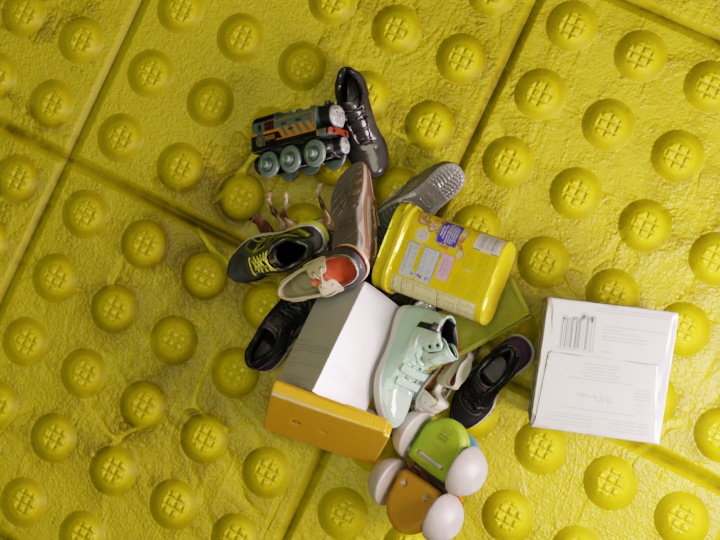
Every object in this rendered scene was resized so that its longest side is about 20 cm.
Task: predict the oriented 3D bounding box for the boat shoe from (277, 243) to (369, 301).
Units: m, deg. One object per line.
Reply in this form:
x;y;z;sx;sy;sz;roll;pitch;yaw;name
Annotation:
-0.061;0.010;1.650;0.062;0.199;0.072;-30;99;-38;boat shoe

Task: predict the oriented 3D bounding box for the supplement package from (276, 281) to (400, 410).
-0.028;0.129;1.684;0.117;0.116;0.202;36;71;-31;supplement package

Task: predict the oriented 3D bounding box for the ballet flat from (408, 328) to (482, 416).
0.136;0.187;1.708;0.069;0.071;0.201;26;103;-35;ballet flat

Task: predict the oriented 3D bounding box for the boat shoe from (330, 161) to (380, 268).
-0.004;-0.088;1.717;0.075;0.072;0.202;-17;56;36;boat shoe

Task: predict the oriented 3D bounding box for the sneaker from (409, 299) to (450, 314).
0.168;0.046;1.736;0.199;0.077;0.085;-39;92;12;sneaker

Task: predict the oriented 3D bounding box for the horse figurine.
-0.090;-0.083;1.779;0.198;0.050;0.134;-12;106;-1;horse figurine

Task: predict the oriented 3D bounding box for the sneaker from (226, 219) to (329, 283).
-0.151;-0.028;1.720;0.199;0.085;0.075;-24;100;24;sneaker

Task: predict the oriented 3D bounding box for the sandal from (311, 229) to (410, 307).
0.000;0.000;1.764;0.199;0.055;0.082;29;105;-8;sandal

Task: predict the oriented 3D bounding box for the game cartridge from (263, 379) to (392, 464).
-0.055;0.247;1.647;0.198;0.177;0.033;18;62;-1;game cartridge

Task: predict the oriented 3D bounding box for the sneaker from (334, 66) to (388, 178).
-0.006;-0.257;1.765;0.075;0.091;0.202;-20;85;5;sneaker

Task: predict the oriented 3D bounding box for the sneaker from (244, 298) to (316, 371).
-0.126;0.089;1.753;0.075;0.088;0.201;33;91;11;sneaker

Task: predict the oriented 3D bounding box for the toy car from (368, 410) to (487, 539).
0.126;0.339;1.680;0.174;0.149;0.202;29;95;37;toy car

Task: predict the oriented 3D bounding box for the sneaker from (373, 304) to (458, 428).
0.092;0.157;1.630;0.117;0.073;0.203;5;80;45;sneaker

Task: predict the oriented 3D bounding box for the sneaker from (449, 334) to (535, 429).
0.198;0.187;1.683;0.076;0.087;0.201;43;116;18;sneaker

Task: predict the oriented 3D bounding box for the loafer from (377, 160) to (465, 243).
0.096;-0.118;1.759;0.199;0.070;0.075;-34;107;16;loafer

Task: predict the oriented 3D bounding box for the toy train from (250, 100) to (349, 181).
-0.105;-0.222;1.758;0.198;0.085;0.115;-9;84;36;toy train

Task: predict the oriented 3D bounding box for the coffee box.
0.378;0.153;1.626;0.197;0.198;0.203;8;88;9;coffee box

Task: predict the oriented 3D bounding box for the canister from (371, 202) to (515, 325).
0.136;-0.009;1.659;0.198;0.086;0.150;21;87;23;canister

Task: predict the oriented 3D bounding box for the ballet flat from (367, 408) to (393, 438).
-0.032;0.250;1.749;0.197;0.074;0.075;1;87;7;ballet flat

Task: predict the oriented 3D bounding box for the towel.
0.176;0.086;1.677;0.199;0.018;0.087;-29;65;11;towel
